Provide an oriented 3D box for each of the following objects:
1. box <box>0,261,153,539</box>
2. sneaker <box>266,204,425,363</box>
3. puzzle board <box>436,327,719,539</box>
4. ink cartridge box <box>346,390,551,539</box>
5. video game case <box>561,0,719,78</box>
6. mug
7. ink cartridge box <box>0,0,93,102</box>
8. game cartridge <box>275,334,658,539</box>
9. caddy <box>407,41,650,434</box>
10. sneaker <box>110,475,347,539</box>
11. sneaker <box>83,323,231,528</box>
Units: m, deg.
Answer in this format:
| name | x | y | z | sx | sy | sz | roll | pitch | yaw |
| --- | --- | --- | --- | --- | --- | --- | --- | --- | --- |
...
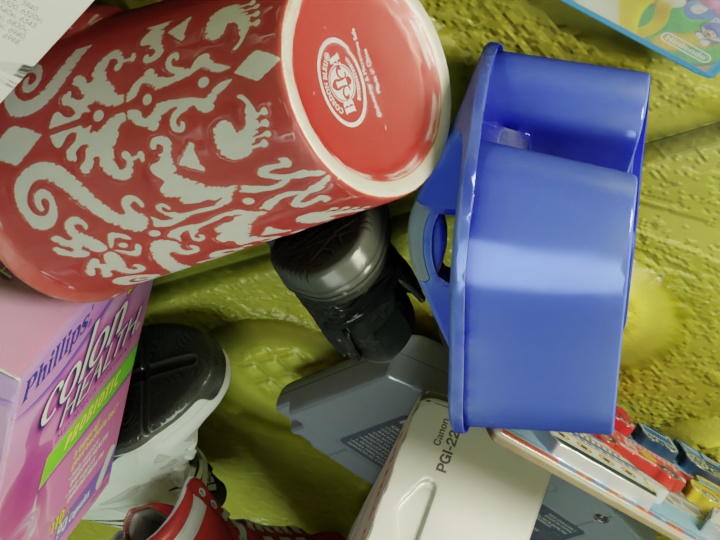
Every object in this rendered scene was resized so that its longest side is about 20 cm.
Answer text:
| name | x | y | z | sx | sy | sz | roll | pitch | yaw |
| --- | --- | --- | --- | --- | --- | --- | --- | --- | --- |
| box | -0.191 | 0.068 | 1.230 | 0.097 | 0.176 | 0.200 | 22 | 125 | 9 |
| sneaker | -0.002 | 0.002 | 1.150 | 0.104 | 0.060 | 0.200 | 52 | 178 | -21 |
| puzzle board | 0.138 | 0.097 | 1.242 | 0.200 | 0.151 | 0.017 | 29 | 102 | -17 |
| ink cartridge box | 0.028 | 0.175 | 1.297 | 0.085 | 0.146 | 0.200 | 21 | 151 | 1 |
| video game case | 0.138 | -0.166 | 0.978 | 0.143 | 0.018 | 0.200 | 27 | 143 | -13 |
| mug | -0.081 | -0.079 | 1.068 | 0.200 | 0.134 | 0.178 | -12 | 132 | 42 |
| ink cartridge box | -0.168 | -0.135 | 1.024 | 0.068 | 0.116 | 0.200 | 27 | 124 | -33 |
| game cartridge | 0.066 | 0.106 | 1.341 | 0.200 | 0.041 | 0.133 | 35 | 151 | -24 |
| caddy | 0.074 | -0.011 | 1.103 | 0.105 | 0.141 | 0.200 | 7 | 139 | 8 |
| sneaker | -0.074 | 0.166 | 1.414 | 0.071 | 0.200 | 0.113 | -39 | 86 | 24 |
| sneaker | -0.111 | 0.096 | 1.401 | 0.115 | 0.076 | 0.200 | 19 | 144 | -33 |
